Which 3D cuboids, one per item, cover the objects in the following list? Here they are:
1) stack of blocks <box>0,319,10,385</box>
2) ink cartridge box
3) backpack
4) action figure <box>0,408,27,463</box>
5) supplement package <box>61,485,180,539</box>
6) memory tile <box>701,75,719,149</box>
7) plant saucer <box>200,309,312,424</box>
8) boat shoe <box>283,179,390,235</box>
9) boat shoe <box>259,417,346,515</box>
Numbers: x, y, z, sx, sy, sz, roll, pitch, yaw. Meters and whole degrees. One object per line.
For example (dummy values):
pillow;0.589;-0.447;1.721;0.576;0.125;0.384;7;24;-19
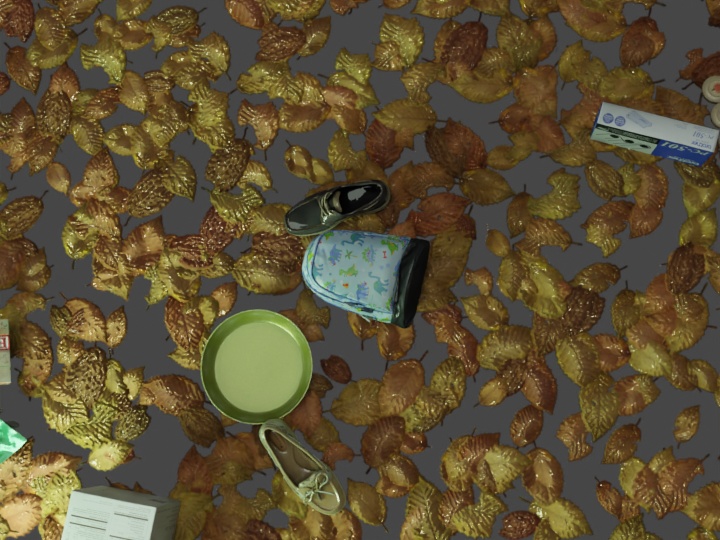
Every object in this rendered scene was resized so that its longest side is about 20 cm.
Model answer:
stack of blocks;-0.723;0.150;1.728;0.199;0.059;0.116;-1;80;-26
ink cartridge box;0.505;-0.234;1.697;0.199;0.094;0.044;15;83;8
backpack;0.000;0.000;1.698;0.199;0.154;0.164;15;89;21
action figure;-0.691;0.338;1.745;0.118;0.055;0.200;40;93;9
supplement package;-0.408;0.476;1.644;0.150;0.152;0.201;9;82;6
memory tile;0.694;-0.263;1.722;0.153;0.017;0.201;-16;80;3
plant saucer;-0.181;0.170;1.733;0.199;0.031;0.201;-1;80;5
boat shoe;-0.045;-0.120;1.744;0.199;0.073;0.075;-22;79;2
boat shoe;-0.102;0.339;1.672;0.073;0.063;0.200;-44;90;-2
